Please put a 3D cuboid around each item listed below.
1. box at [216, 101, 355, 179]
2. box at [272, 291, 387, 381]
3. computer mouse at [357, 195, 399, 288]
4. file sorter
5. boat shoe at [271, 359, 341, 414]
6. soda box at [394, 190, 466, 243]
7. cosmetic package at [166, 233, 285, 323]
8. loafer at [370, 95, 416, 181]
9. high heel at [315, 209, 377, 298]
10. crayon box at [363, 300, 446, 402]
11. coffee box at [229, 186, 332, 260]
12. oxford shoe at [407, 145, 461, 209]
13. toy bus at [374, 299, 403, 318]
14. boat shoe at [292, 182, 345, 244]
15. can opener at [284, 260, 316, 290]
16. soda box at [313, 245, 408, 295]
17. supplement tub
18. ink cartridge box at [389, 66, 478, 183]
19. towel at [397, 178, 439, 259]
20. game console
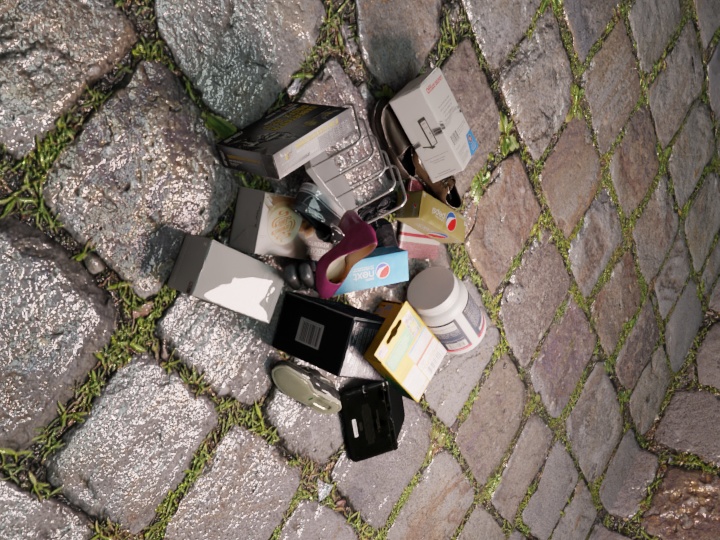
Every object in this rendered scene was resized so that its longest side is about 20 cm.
[{"bbox_3d":[-0.133,-0.238,1.448,0.200,0.158,0.049,-38,127,-33],"label":"box"},{"bbox_3d":[-0.034,0.136,1.643,0.196,0.199,0.125,12,94,-49],"label":"box"},{"bbox_3d":[0.043,-0.057,1.787,0.138,0.053,0.201,-27,111,-42],"label":"computer mouse"},{"bbox_3d":[-0.014,-0.203,1.572,0.124,0.139,0.200,-27,135,14],"label":"file sorter"},{"bbox_3d":[-0.115,0.235,1.700,0.200,0.072,0.068,40,36,-40],"label":"boat shoe"},{"bbox_3d":[0.162,-0.119,1.834,0.200,0.067,0.064,22,73,-50],"label":"soda box"},{"bbox_3d":[-0.239,0.016,1.467,0.200,0.090,0.107,29,79,-45],"label":"cosmetic package"},{"bbox_3d":[0.082,-0.282,1.738,0.073,0.071,0.201,-44,131,-30],"label":"loafer"},{"bbox_3d":[-0.025,-0.007,1.496,0.067,0.096,0.201,3,127,-37],"label":"high heel"},{"bbox_3d":[0.084,0.155,1.588,0.126,0.051,0.200,-57,137,-17],"label":"crayon box"},{"bbox_3d":[-0.143,-0.085,1.543,0.199,0.079,0.115,8,96,-49],"label":"coffee box"},{"bbox_3d":[0.175,-0.216,1.830,0.073,0.084,0.200,-55,128,-22],"label":"oxford shoe"},{"bbox_3d":[0.106,0.154,1.895,0.078,0.065,0.201,-54,132,-31],"label":"toy bus"},{"bbox_3d":[-0.055,-0.082,1.526,0.200,0.071,0.068,43,65,-42],"label":"boat shoe"},{"bbox_3d":[-0.114,0.003,1.563,0.200,0.053,0.067,83,1,-80],"label":"can opener"},{"bbox_3d":[0.000,0.000,1.694,0.199,0.064,0.068,-11,108,-25],"label":"soda box"},{"bbox_3d":[0.207,0.097,1.943,0.141,0.140,0.200,-57,136,-19],"label":"supplement tub"},{"bbox_3d":[0.160,-0.313,1.732,0.201,0.084,0.146,59,33,-16],"label":"ink cartridge box"},{"bbox_3d":[0.145,-0.128,1.895,0.144,0.023,0.201,4,97,-46],"label":"towel"},{"bbox_3d":[0.031,0.322,1.911,0.175,0.116,0.201,-15,116,-12],"label":"game console"}]
